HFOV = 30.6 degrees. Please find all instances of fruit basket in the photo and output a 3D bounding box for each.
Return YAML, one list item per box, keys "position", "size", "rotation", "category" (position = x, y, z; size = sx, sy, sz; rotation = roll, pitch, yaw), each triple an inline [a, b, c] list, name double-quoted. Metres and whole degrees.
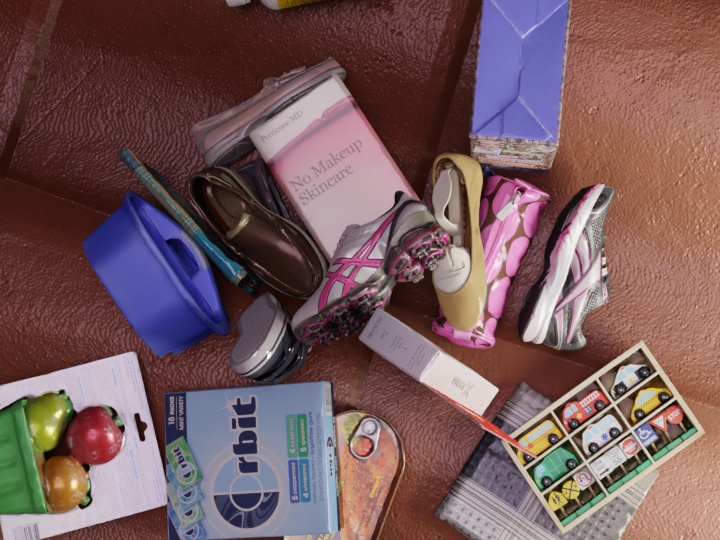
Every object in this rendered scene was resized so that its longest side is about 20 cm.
- position: [-0.340, 0.209, 1.549]
  size: [0.198, 0.094, 0.188]
  rotation: [-14, 85, -12]
  category: "fruit basket"

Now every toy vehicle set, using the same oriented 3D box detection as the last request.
- position: [0.274, 0.189, 1.495]
  size: [0.199, 0.027, 0.125]
  rotation: [-35, 82, -1]
  category: "toy vehicle set"

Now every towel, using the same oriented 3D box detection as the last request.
- position: [-0.192, -0.054, 1.514]
  size: [0.022, 0.147, 0.200]
  rotation: [-42, 83, -1]
  category: "towel"
- position: [0.217, 0.259, 1.522]
  size: [0.199, 0.035, 0.194]
  rotation: [33, 86, 8]
  category: "towel"

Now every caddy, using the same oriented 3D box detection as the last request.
- position: [-0.225, 0.003, 1.516]
  size: [0.105, 0.141, 0.201]
  rotation: [-36, 85, 4]
  category: "caddy"

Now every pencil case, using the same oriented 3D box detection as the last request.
- position: [0.147, -0.010, 1.510]
  size: [0.090, 0.094, 0.202]
  rotation: [20, 89, -6]
  category: "pencil case"

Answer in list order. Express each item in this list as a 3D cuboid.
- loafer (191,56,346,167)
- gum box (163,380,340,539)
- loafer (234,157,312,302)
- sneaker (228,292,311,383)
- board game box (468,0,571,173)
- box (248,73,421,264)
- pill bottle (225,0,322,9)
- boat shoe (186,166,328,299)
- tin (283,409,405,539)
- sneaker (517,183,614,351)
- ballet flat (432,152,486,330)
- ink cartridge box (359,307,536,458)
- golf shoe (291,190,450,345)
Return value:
- position: [-0.112, -0.199, 1.559]
  size: [0.199, 0.072, 0.063]
  rotation: [-35, 77, 4]
  category: "loafer"
- position: [-0.126, 0.220, 1.517]
  size: [0.197, 0.045, 0.172]
  rotation: [-5, 81, 16]
  category: "gum box"
- position: [-0.087, -0.044, 1.545]
  size: [0.063, 0.072, 0.201]
  rotation: [-36, 81, -2]
  category: "loafer"
- position: [-0.095, 0.086, 1.473]
  size: [0.078, 0.200, 0.080]
  rotation: [-39, 102, 9]
  category: "sneaker"
- position: [0.176, -0.205, 1.468]
  size: [0.095, 0.200, 0.162]
  rotation: [5, 86, 6]
  category: "board game box"
- position: [-0.020, -0.103, 1.522]
  size: [0.127, 0.109, 0.201]
  rotation: [-34, 85, 2]
  category: "box"
- position: [-0.067, -0.370, 1.543]
  size: [0.197, 0.112, 0.114]
  rotation: [-11, 85, 4]
  category: "pill bottle"
- position: [-0.123, -0.039, 1.476]
  size: [0.202, 0.075, 0.075]
  rotation: [40, 105, 20]
  category: "boat shoe"
- position: [-0.019, 0.260, 1.533]
  size: [0.111, 0.042, 0.202]
  rotation: [22, 88, 2]
  category: "tin"
- position: [0.254, 0.000, 1.520]
  size: [0.085, 0.080, 0.202]
  rotation: [22, 96, -6]
  category: "sneaker"
- position: [0.100, -0.035, 1.460]
  size: [0.068, 0.063, 0.203]
  rotation: [-12, 70, 34]
  category: "ballet flat"
- position: [0.107, 0.123, 1.426]
  size: [0.173, 0.200, 0.044]
  rotation: [33, 89, 29]
  category: "ink cartridge box"
- position: [0.000, 0.000, 1.433]
  size: [0.199, 0.073, 0.092]
  rotation: [-39, 60, 2]
  category: "golf shoe"
